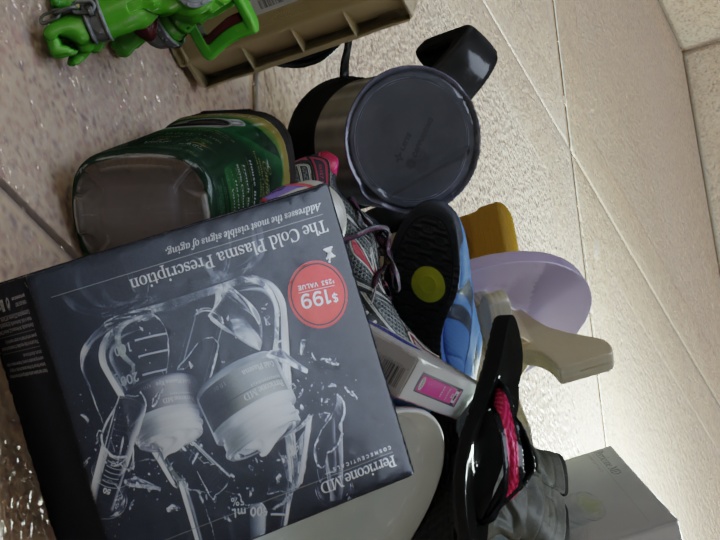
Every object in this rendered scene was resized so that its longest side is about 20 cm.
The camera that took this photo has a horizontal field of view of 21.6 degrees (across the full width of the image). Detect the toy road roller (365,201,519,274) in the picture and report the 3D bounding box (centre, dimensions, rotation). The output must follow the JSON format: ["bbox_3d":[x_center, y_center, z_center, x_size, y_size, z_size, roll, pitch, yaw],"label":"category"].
[{"bbox_3d":[0.093,0.016,1.762,0.200,0.145,0.124,47,31,-53],"label":"toy road roller"}]

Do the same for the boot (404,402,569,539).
[{"bbox_3d":[0.104,0.187,1.404,0.130,0.068,0.201,33,41,-19],"label":"boot"}]

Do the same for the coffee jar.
[{"bbox_3d":[-0.115,-0.058,1.306,0.200,0.103,0.086,-40,127,-69],"label":"coffee jar"}]

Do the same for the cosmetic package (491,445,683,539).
[{"bbox_3d":[0.157,0.254,1.569,0.199,0.198,0.124,-126,-159,-75],"label":"cosmetic package"}]

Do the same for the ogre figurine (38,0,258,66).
[{"bbox_3d":[-0.137,-0.192,1.333,0.200,0.119,0.099,15,60,-69],"label":"ogre figurine"}]

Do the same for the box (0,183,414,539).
[{"bbox_3d":[-0.095,0.066,1.108,0.199,0.104,0.184,-19,93,-27],"label":"box"}]

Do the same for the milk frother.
[{"bbox_3d":[-0.008,-0.153,1.562,0.182,0.199,0.188,-66,-164,-5],"label":"milk frother"}]

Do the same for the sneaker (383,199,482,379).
[{"bbox_3d":[0.064,0.033,1.518,0.078,0.065,0.202,-36,129,-56],"label":"sneaker"}]

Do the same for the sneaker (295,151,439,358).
[{"bbox_3d":[0.000,0.000,1.457,0.201,0.074,0.081,54,-6,1],"label":"sneaker"}]

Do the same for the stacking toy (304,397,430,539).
[{"bbox_3d":[-0.021,0.178,1.413,0.116,0.109,0.202,121,-18,-74],"label":"stacking toy"}]

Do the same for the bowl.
[{"bbox_3d":[-0.042,0.155,1.297,0.090,0.202,0.201,36,-1,30],"label":"bowl"}]

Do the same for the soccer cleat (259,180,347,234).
[{"bbox_3d":[-0.082,0.027,1.256,0.068,0.201,0.073,41,22,22],"label":"soccer cleat"}]

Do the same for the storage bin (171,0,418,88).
[{"bbox_3d":[-0.073,-0.267,1.447,0.094,0.198,0.200,-71,141,-57],"label":"storage bin"}]

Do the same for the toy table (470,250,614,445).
[{"bbox_3d":[0.120,0.070,1.645,0.117,0.199,0.185,-115,179,-56],"label":"toy table"}]

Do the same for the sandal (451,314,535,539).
[{"bbox_3d":[0.102,0.117,1.332,0.075,0.045,0.201,69,30,-50],"label":"sandal"}]

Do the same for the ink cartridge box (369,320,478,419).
[{"bbox_3d":[0.023,0.062,1.310,0.037,0.094,0.200,-61,160,2],"label":"ink cartridge box"}]
